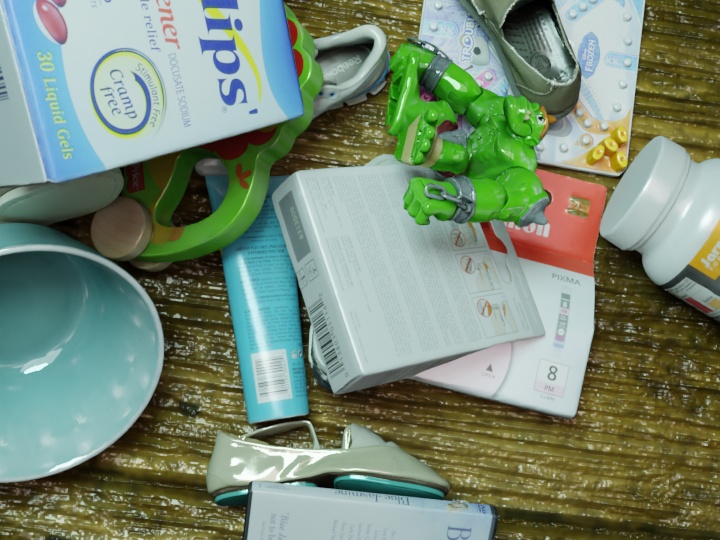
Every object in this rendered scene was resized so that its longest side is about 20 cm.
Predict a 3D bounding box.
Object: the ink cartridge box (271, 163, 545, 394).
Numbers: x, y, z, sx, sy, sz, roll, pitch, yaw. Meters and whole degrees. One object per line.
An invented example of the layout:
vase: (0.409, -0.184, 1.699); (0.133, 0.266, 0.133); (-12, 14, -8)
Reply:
ink cartridge box: (0.041, -0.002, 0.809); (0.197, 0.047, 0.163); (-7, 71, -39)

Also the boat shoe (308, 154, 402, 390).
boat shoe: (0.000, 0.000, 0.844); (0.075, 0.060, 0.203); (23, 65, -3)

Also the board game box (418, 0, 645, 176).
board game box: (0.149, -0.198, 0.894); (0.196, 0.026, 0.204); (9, 82, -4)

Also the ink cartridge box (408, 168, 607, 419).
ink cartridge box: (0.120, 0.006, 0.863); (0.159, 0.057, 0.204); (14, 88, -3)

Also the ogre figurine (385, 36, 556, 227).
ogre figurine: (0.083, -0.101, 0.801); (0.118, 0.201, 0.099); (16, 111, -19)

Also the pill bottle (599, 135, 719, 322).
pill bottle: (0.305, -0.019, 0.847); (0.198, 0.116, 0.118); (30, 82, -2)

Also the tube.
tube: (-0.079, 0.021, 0.843); (0.076, 0.050, 0.204); (-3, 82, -34)

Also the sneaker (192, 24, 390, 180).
sneaker: (-0.061, -0.146, 0.842); (0.198, 0.087, 0.076); (-35, 90, -6)

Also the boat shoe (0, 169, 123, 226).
boat shoe: (-0.245, -0.067, 0.777); (0.071, 0.200, 0.062); (8, 73, -43)

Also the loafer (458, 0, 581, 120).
loafer: (0.130, -0.223, 0.845); (0.074, 0.070, 0.202); (-30, 88, -8)

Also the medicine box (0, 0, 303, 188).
medicine box: (-0.153, -0.166, 0.656); (0.198, 0.102, 0.186); (-23, 107, -39)

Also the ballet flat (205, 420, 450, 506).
ballet flat: (-0.026, 0.153, 0.830); (0.196, 0.069, 0.071); (1, 84, -4)

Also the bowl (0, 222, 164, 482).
bowl: (-0.256, 0.047, 0.772); (0.198, 0.105, 0.204); (-14, 125, -21)

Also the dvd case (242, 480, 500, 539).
dvd case: (0.002, 0.243, 0.814); (0.196, 0.018, 0.145); (7, 107, -5)

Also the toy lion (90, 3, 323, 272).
toy lion: (-0.118, -0.115, 0.803); (0.188, 0.069, 0.204); (-11, 75, 17)
